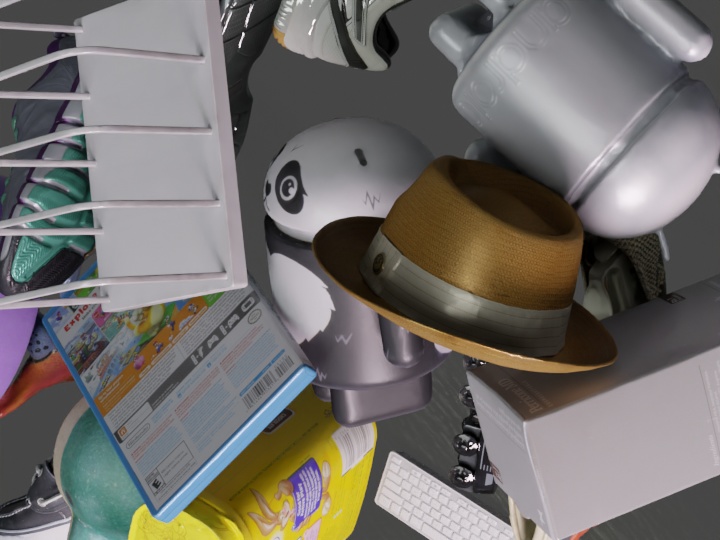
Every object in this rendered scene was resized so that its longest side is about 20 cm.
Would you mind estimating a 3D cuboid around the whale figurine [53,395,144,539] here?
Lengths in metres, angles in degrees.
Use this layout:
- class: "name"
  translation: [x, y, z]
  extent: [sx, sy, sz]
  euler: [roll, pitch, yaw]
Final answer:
- class: "whale figurine"
  translation: [-0.139, 0.170, 1.596]
  extent: [0.104, 0.158, 0.201]
  euler: [33, 149, 55]

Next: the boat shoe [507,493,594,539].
- class: "boat shoe"
  translation: [0.113, 0.101, 1.423]
  extent: [0.071, 0.062, 0.201]
  euler: [44, 155, 52]

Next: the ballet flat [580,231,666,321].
- class: "ballet flat"
  translation: [0.169, 0.054, 1.384]
  extent: [0.067, 0.075, 0.202]
  euler: [-2, 112, 34]

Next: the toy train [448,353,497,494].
- class: "toy train"
  translation: [0.093, 0.067, 1.469]
  extent: [0.045, 0.034, 0.202]
  euler: [14, 122, 14]

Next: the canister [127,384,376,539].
- class: "canister"
  translation: [-0.076, 0.178, 1.531]
  extent: [0.086, 0.200, 0.150]
  euler: [27, 125, 20]

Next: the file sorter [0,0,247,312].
- class: "file sorter"
  translation: [-0.171, -0.080, 1.400]
  extent: [0.138, 0.124, 0.202]
  euler: [-11, 83, 45]

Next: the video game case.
- class: "video game case"
  translation: [-0.125, 0.050, 1.456]
  extent: [0.143, 0.018, 0.200]
  euler: [-45, 50, 11]

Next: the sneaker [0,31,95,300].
- class: "sneaker"
  translation: [-0.219, -0.075, 1.535]
  extent: [0.087, 0.201, 0.074]
  euler: [13, 163, 39]

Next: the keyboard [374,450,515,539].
- class: "keyboard"
  translation: [0.097, 0.198, 1.549]
  extent: [0.199, 0.011, 0.057]
  euler: [32, 127, 17]

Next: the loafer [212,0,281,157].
- class: "loafer"
  translation: [-0.102, -0.151, 1.468]
  extent: [0.063, 0.072, 0.201]
  euler: [35, 130, 22]

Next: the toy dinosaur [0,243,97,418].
- class: "toy dinosaur"
  translation: [-0.188, 0.058, 1.584]
  extent: [0.181, 0.104, 0.202]
  euler: [22, 91, 57]

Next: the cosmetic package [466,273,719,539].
- class: "cosmetic package"
  translation: [0.175, 0.076, 1.301]
  extent: [0.107, 0.198, 0.091]
  euler: [-144, 38, -67]

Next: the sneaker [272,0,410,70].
- class: "sneaker"
  translation: [0.016, -0.212, 1.332]
  extent: [0.087, 0.076, 0.201]
  euler: [22, 127, 0]

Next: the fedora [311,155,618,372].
- class: "fedora"
  translation: [0.070, -0.013, 1.263]
  extent: [0.199, 0.200, 0.082]
  euler: [26, 107, 21]

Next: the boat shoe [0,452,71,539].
- class: "boat shoe"
  translation: [-0.225, 0.170, 1.712]
  extent: [0.199, 0.072, 0.068]
  euler: [-17, 105, 36]

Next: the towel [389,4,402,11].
- class: "towel"
  translation: [0.047, -0.264, 1.339]
  extent: [0.199, 0.031, 0.150]
  euler: [-28, 98, 38]

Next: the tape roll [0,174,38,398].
- class: "tape roll"
  translation: [-0.315, 0.019, 1.626]
  extent: [0.199, 0.065, 0.202]
  euler: [-22, 61, 46]

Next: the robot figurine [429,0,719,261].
- class: "robot figurine"
  translation: [0.134, -0.099, 1.303]
  extent: [0.200, 0.113, 0.170]
  euler: [43, 120, 7]

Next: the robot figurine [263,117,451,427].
- class: "robot figurine"
  translation: [-0.002, 0.000, 1.439]
  extent: [0.149, 0.125, 0.202]
  euler: [10, 119, 30]
